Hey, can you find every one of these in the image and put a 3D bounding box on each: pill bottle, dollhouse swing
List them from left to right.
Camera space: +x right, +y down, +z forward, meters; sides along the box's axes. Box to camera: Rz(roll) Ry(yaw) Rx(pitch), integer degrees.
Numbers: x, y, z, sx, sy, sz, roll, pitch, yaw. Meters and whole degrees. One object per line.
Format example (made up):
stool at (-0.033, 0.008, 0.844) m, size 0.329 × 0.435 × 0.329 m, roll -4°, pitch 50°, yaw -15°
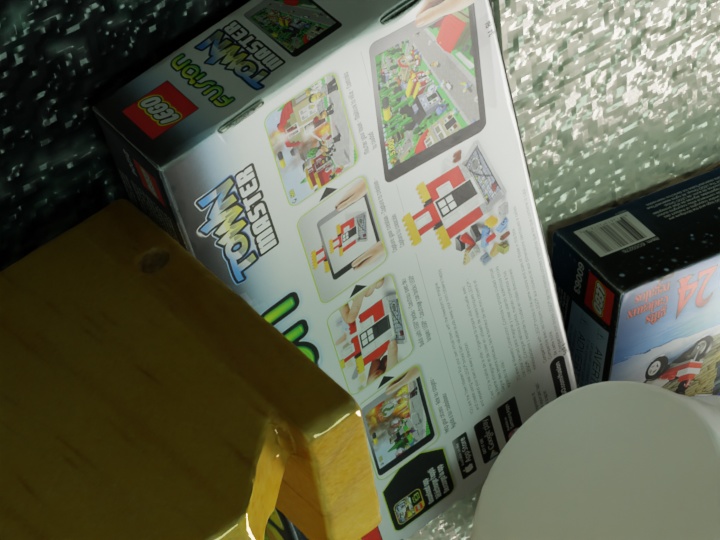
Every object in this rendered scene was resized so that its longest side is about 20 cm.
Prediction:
dollhouse swing at (-0.094, 0.116, 0.782) m, size 0.200 × 0.182 × 0.176 m, roll -34°, pitch 129°, yaw -15°
pill bottle at (0.129, 0.104, 0.933) m, size 0.200 × 0.114 × 0.114 m, roll 24°, pitch 106°, yaw -50°

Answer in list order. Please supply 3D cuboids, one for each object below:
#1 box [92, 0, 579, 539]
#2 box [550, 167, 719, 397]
box at (0.000, 0.000, 0.851) m, size 0.110 × 0.035 × 0.200 m, roll -35°, pitch 140°, yaw -17°
box at (0.148, 0.019, 0.998) m, size 0.200 × 0.038 × 0.137 m, roll -21°, pitch 135°, yaw -27°
